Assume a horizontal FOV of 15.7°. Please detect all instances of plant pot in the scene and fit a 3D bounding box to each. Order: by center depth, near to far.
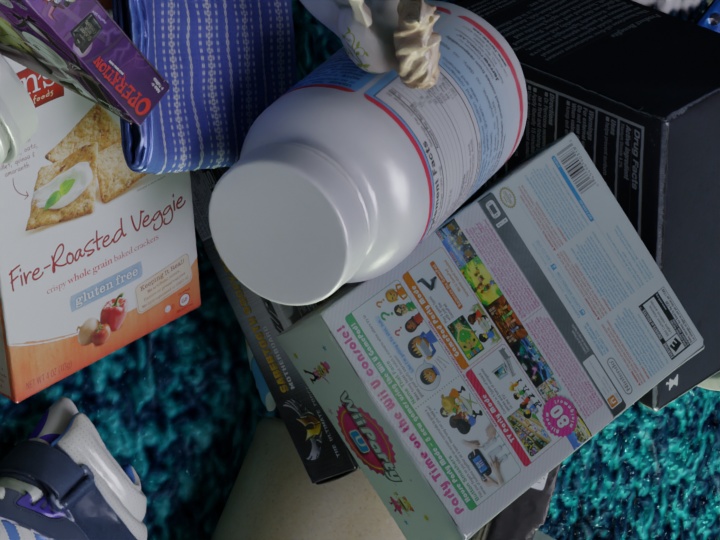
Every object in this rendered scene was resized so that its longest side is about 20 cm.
[{"bbox_3d":[-0.021,0.191,1.567,0.200,0.200,0.184,19,85,-50],"label":"plant pot"}]

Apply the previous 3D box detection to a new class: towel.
[{"bbox_3d":[-0.075,-0.126,1.363,0.200,0.024,0.145,-11,99,-66],"label":"towel"}]

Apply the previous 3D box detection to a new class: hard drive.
[{"bbox_3d":[0.089,0.120,1.645,0.038,0.200,0.140,15,99,-6],"label":"hard drive"}]

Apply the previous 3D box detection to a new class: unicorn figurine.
[{"bbox_3d":[-0.016,-0.164,1.362,0.074,0.200,0.137,-25,147,2],"label":"unicorn figurine"}]

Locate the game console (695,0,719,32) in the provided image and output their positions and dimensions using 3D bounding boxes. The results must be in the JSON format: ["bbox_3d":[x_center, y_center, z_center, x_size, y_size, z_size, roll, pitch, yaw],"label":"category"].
[{"bbox_3d":[0.288,-0.130,1.848,0.200,0.118,0.171,-50,170,-15],"label":"game console"}]

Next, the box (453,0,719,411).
[{"bbox_3d":[0.145,-0.053,1.591,0.123,0.198,0.200,-27,129,-36],"label":"box"}]

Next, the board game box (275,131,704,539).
[{"bbox_3d":[0.075,0.039,1.449,0.200,0.064,0.148,-35,95,-29],"label":"board game box"}]

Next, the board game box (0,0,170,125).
[{"bbox_3d":[-0.184,-0.138,1.182,0.032,0.200,0.120,-50,138,-14],"label":"board game box"}]

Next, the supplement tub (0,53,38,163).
[{"bbox_3d":[-0.258,-0.037,1.198,0.200,0.144,0.145,-48,138,-18],"label":"supplement tub"}]

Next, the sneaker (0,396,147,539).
[{"bbox_3d":[-0.205,0.129,1.419,0.200,0.081,0.147,27,62,-29],"label":"sneaker"}]

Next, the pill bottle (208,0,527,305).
[{"bbox_3d":[0.004,-0.061,1.392,0.200,0.108,0.109,-43,139,-50],"label":"pill bottle"}]

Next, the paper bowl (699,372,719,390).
[{"bbox_3d":[0.241,-0.031,1.698,0.104,0.201,0.201,-23,126,-30],"label":"paper bowl"}]

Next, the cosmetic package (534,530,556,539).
[{"bbox_3d":[0.074,0.265,1.763,0.200,0.102,0.074,-37,133,-31],"label":"cosmetic package"}]

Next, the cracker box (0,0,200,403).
[{"bbox_3d":[-0.156,-0.048,1.373,0.134,0.058,0.200,-29,129,-36],"label":"cracker box"}]

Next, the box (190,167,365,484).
[{"bbox_3d":[0.000,0.000,1.496,0.158,0.048,0.200,-26,92,-38],"label":"box"}]

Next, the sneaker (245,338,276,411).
[{"bbox_3d":[0.006,0.058,1.574,0.200,0.076,0.081,13,63,-42],"label":"sneaker"}]
